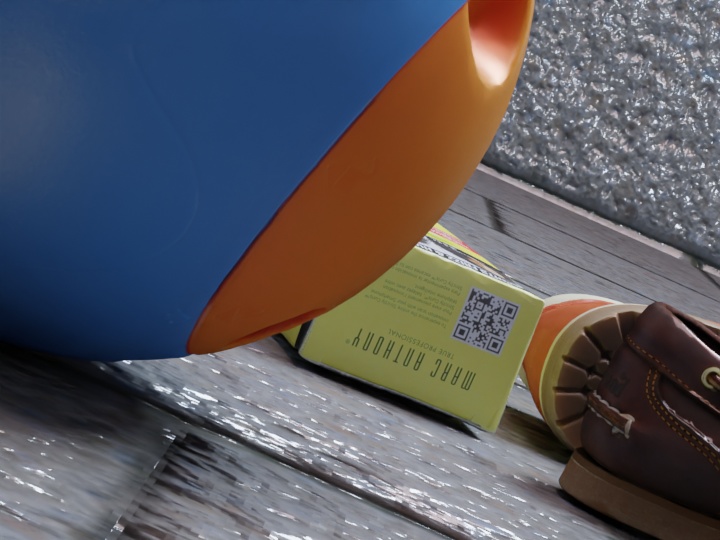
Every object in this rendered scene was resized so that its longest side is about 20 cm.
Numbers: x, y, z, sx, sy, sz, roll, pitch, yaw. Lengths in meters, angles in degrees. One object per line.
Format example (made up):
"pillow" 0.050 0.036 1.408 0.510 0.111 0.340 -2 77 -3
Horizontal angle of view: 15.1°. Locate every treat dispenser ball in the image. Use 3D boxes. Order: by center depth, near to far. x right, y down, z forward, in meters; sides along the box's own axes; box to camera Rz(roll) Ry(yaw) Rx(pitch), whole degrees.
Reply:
"treat dispenser ball" -0.056 -0.078 0.662 0.200 0.201 0.201 24 5 -2

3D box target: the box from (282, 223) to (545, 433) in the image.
"box" 0.000 0.000 0.957 0.075 0.050 0.200 22 5 -14

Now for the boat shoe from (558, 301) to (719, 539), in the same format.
"boat shoe" 0.163 0.075 0.837 0.200 0.070 0.070 24 4 -9

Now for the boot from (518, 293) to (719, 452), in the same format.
"boot" 0.148 0.055 0.975 0.200 0.075 0.107 22 1 -14
